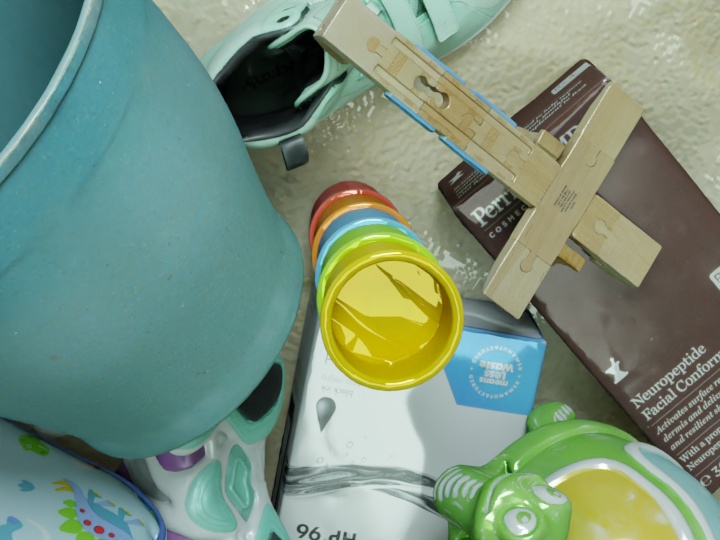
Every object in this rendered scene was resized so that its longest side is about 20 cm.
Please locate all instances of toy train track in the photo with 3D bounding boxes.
[{"bbox_3d":[0.056,-0.057,0.882,0.200,0.033,0.115,36,81,-25],"label":"toy train track"}]

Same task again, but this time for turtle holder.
[{"bbox_3d":[0.113,0.135,0.905,0.141,0.132,0.186,-35,126,-24],"label":"turtle holder"}]

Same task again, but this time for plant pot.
[{"bbox_3d":[-0.130,-0.022,0.818,0.200,0.200,0.188,-41,130,5],"label":"plant pot"}]

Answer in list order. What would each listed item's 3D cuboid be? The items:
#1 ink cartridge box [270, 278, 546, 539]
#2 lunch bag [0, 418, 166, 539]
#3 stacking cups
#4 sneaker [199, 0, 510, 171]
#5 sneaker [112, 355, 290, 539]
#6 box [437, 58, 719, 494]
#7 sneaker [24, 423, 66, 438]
[{"bbox_3d":[0.015,0.113,0.982,0.115,0.068,0.201,9,102,-6],"label":"ink cartridge box"},{"bbox_3d":[-0.201,0.129,0.867,0.199,0.161,0.083,26,122,6],"label":"lunch bag"},{"bbox_3d":[0.000,0.000,0.887,0.060,0.200,0.061,-2,102,-8],"label":"stacking cups"},{"bbox_3d":[0.010,-0.116,0.904,0.200,0.118,0.074,-34,101,3],"label":"sneaker"},{"bbox_3d":[-0.104,0.095,0.956,0.078,0.140,0.201,0,84,-46],"label":"sneaker"},{"bbox_3d":[0.140,0.004,0.965,0.100,0.075,0.200,-41,101,6],"label":"box"},{"bbox_3d":[-0.208,-0.005,0.938,0.114,0.075,0.201,-16,99,1],"label":"sneaker"}]
